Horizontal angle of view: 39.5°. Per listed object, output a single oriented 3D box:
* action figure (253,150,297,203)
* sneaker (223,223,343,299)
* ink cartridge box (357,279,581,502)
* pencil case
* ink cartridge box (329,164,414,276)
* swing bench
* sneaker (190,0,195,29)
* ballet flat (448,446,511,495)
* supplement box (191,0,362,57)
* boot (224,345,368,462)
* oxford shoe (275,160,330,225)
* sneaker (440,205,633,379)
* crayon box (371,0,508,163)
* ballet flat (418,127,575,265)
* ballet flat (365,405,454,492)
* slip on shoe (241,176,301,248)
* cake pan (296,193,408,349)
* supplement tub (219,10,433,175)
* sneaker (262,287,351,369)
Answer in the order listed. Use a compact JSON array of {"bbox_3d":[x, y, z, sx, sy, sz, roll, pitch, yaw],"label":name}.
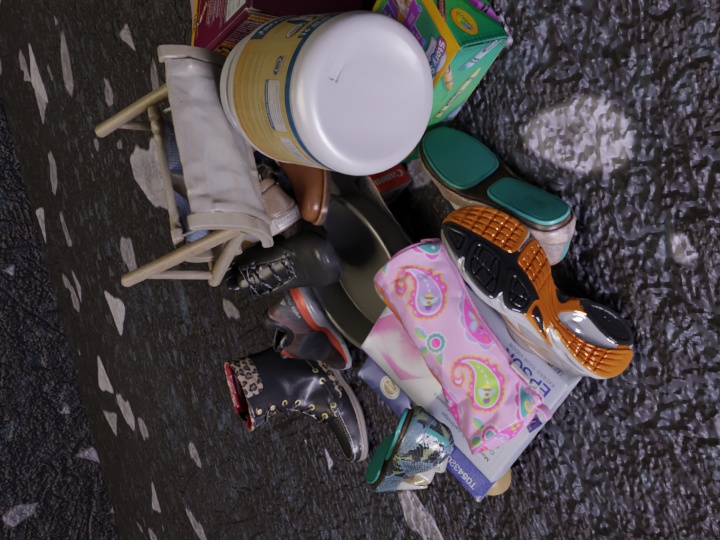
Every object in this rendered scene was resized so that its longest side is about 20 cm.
[{"bbox_3d":[-0.120,-0.143,1.236,0.102,0.119,0.201,-30,73,19],"label":"action figure"},{"bbox_3d":[-0.091,0.000,1.151,0.200,0.091,0.076,-12,104,59],"label":"sneaker"},{"bbox_3d":[0.093,0.109,1.010,0.196,0.043,0.200,44,123,21],"label":"ink cartridge box"},{"bbox_3d":[0.091,0.068,0.921,0.200,0.087,0.087,59,149,14],"label":"pencil case"},{"bbox_3d":[0.004,-0.098,1.141,0.200,0.050,0.109,57,149,9],"label":"ink cartridge box"},{"bbox_3d":[-0.181,-0.106,1.091,0.200,0.129,0.200,-30,67,50],"label":"swing bench"},{"bbox_3d":[-0.185,-0.336,1.336,0.080,0.071,0.201,0,103,65],"label":"sneaker"},{"bbox_3d":[0.105,0.144,1.075,0.200,0.068,0.063,60,153,22],"label":"ballet flat"},{"bbox_3d":[-0.098,-0.288,1.118,0.200,0.130,0.104,-14,70,61],"label":"supplement box"},{"bbox_3d":[-0.085,0.182,1.352,0.073,0.150,0.201,-39,71,60],"label":"boot"},{"bbox_3d":[-0.081,-0.135,1.100,0.071,0.071,0.201,-55,45,51],"label":"oxford shoe"},{"bbox_3d":[0.140,0.029,0.888,0.200,0.076,0.092,44,158,-1],"label":"sneaker"},{"bbox_3d":[0.055,-0.207,0.986,0.119,0.058,0.200,64,151,17],"label":"crayon box"},{"bbox_3d":[0.121,-0.065,0.942,0.200,0.068,0.067,45,156,43],"label":"ballet flat"},{"bbox_3d":[0.052,0.197,1.038,0.074,0.074,0.200,64,164,16],"label":"ballet flat"},{"bbox_3d":[-0.139,-0.062,1.201,0.061,0.076,0.200,59,154,-9],"label":"slip on shoe"},{"bbox_3d":[0.000,0.000,1.135,0.200,0.037,0.201,38,142,37],"label":"cake pan"},{"bbox_3d":[-0.040,-0.171,0.960,0.200,0.144,0.145,19,121,57],"label":"supplement tub"},{"bbox_3d":[-0.072,0.080,1.283,0.077,0.082,0.200,62,-178,35],"label":"sneaker"}]
